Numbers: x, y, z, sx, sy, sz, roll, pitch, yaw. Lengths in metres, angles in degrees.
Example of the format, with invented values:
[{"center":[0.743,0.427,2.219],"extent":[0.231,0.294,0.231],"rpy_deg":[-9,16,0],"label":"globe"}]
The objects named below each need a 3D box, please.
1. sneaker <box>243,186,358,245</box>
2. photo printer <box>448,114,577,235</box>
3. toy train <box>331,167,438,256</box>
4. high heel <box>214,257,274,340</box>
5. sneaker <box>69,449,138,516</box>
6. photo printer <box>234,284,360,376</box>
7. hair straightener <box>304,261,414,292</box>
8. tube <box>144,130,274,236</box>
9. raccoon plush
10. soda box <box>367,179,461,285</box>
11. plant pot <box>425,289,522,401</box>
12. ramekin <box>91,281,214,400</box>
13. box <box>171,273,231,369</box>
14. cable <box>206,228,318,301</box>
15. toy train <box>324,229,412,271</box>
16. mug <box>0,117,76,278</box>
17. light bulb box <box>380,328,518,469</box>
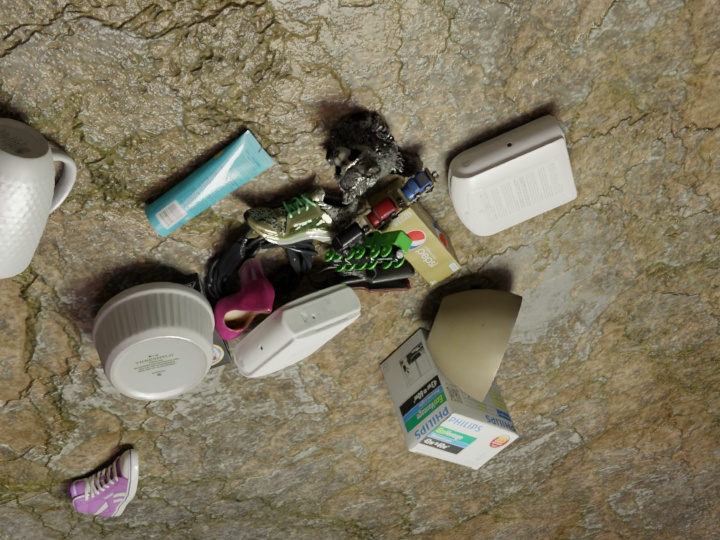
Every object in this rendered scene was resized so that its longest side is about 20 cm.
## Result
[{"center":[-0.086,-0.096,1.639],"extent":[0.197,0.077,0.090],"rpy_deg":[-1,128,-30],"label":"sneaker"},{"center":[0.240,-0.145,1.705],"extent":[0.197,0.070,0.167],"rpy_deg":[-23,140,5],"label":"photo printer"},{"center":[0.036,-0.091,1.627],"extent":[0.199,0.034,0.046],"rpy_deg":[-37,160,4],"label":"toy train"},{"center":[-0.182,0.076,1.691],"extent":[0.066,0.097,0.201],"rpy_deg":[2,141,-30],"label":"high heel"},{"center":[-0.493,0.410,2.033],"extent":[0.113,0.073,0.202],"rpy_deg":[10,132,-26],"label":"sneaker"},{"center":[-0.112,0.106,1.773],"extent":[0.165,0.070,0.200],"rpy_deg":[-20,167,-40],"label":"photo printer"},{"center":[0.000,0.000,1.804],"extent":[0.196,0.041,0.078],"rpy_deg":[1,136,-16],"label":"hair straightener"},{"center":[-0.224,-0.125,1.562],"extent":[0.198,0.051,0.077],"rpy_deg":[-33,143,8],"label":"tube"},{"center":[0.036,-0.151,1.564],"extent":[0.197,0.135,0.097],"rpy_deg":[8,132,-29],"label":"raccoon plush"},{"center":[0.090,-0.060,1.741],"extent":[0.063,0.068,0.200],"rpy_deg":[-30,139,13],"label":"soda box"},{"center":[0.193,0.116,1.912],"extent":[0.133,0.202,0.202],"rpy_deg":[21,135,5],"label":"plant pot"},{"center":[-0.324,0.121,1.688],"extent":[0.199,0.095,0.204],"rpy_deg":[-11,139,-10],"label":"ramekin"},{"center":[-0.316,0.105,1.781],"extent":[0.158,0.045,0.202],"rpy_deg":[-16,140,-3],"label":"box"},{"center":[-0.161,-0.002,1.728],"extent":[0.161,0.051,0.201],"rpy_deg":[3,139,-36],"label":"cable"},{"center":[0.011,-0.033,1.677],"extent":[0.042,0.057,0.199],"rpy_deg":[38,158,-27],"label":"toy train"},{"center":[-0.466,-0.108,1.423],"extent":[0.199,0.147,0.177],"rpy_deg":[-17,145,-54],"label":"mug"},{"center":[0.167,0.246,2.012],"extent":[0.197,0.202,0.125],"rpy_deg":[23,125,-38],"label":"light bulb box"}]
